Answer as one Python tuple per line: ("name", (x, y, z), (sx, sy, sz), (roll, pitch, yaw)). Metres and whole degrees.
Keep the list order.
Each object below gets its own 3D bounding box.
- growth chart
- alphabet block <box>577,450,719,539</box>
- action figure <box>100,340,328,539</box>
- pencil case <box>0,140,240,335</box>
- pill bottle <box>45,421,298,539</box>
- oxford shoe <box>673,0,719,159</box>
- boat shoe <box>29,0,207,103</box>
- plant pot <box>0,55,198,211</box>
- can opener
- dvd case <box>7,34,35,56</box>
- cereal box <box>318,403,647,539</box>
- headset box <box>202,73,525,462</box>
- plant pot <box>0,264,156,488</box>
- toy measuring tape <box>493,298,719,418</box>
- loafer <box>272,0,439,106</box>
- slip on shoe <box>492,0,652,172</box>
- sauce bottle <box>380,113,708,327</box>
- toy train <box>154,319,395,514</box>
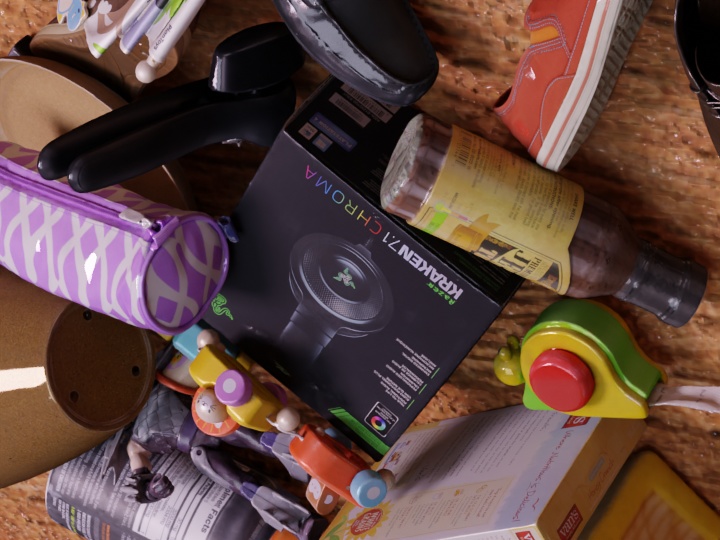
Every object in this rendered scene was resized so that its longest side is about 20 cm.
("growth chart", (-0.138, -0.198, 1.184), (0.145, 0.018, 0.200), (-57, 47, 18))
("alphabet block", (0.158, 0.276, 1.318), (0.195, 0.197, 0.200), (44, 136, -5))
("action figure", (-0.105, 0.120, 1.433), (0.199, 0.131, 0.069), (24, 175, 16))
("pencil case", (-0.175, -0.024, 1.283), (0.199, 0.084, 0.086), (18, 155, 35))
("pill bottle", (-0.128, 0.182, 1.505), (0.199, 0.106, 0.107), (25, 134, 16))
("oxford shoe", (0.201, -0.102, 1.074), (0.072, 0.085, 0.201), (-1, 124, 32))
("boat shoe", (-0.148, -0.159, 1.282), (0.072, 0.072, 0.200), (39, 160, -17))
("plant pot", (-0.182, -0.067, 1.348), (0.199, 0.028, 0.201), (27, 146, 20))
("can opener", (-0.114, -0.092, 1.220), (0.063, 0.199, 0.079), (15, 123, 45))
("dvd case", (-0.223, -0.056, 1.443), (0.150, 0.025, 0.200), (42, 137, -1))
("cereal box", (0.074, 0.144, 1.310), (0.199, 0.144, 0.040), (-15, 115, 42))
("headset box", (0.000, 0.000, 1.284), (0.174, 0.093, 0.200), (39, 137, 3))
("plant pot", (-0.238, 0.066, 1.380), (0.199, 0.186, 0.187), (-6, 120, 46))
("toy measuring tape", (0.166, 0.052, 1.230), (0.198, 0.074, 0.074), (-1, 123, 35))
("loafer", (-0.023, -0.183, 1.174), (0.201, 0.068, 0.070), (50, 144, -4))
("slip on shoe", (0.121, -0.138, 1.112), (0.061, 0.074, 0.201), (34, 141, 11))
("sauce bottle", (0.110, -0.024, 1.182), (0.198, 0.065, 0.065), (25, 137, -9))
("toy train", (-0.069, 0.094, 1.337), (0.150, 0.056, 0.200), (35, -174, -39))
